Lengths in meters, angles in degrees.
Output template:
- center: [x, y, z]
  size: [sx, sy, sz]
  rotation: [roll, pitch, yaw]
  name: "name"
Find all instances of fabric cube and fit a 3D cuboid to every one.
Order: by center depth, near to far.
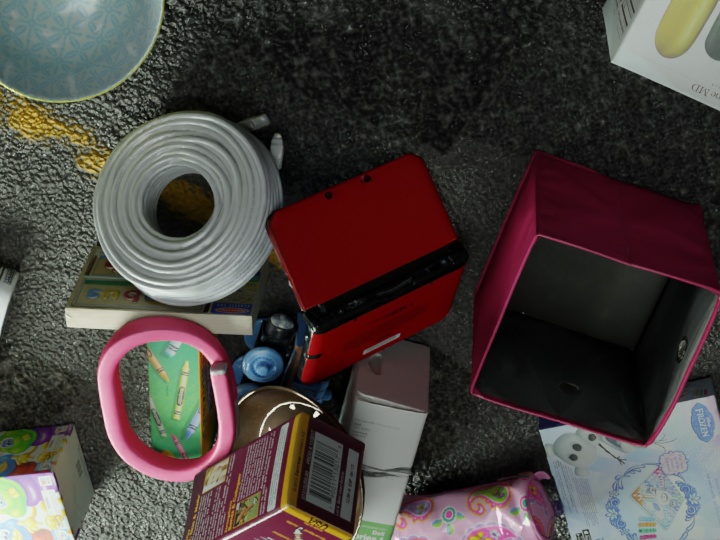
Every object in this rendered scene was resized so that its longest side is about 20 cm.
- center: [0.236, 0.028, 1.669]
  size: [0.200, 0.199, 0.196]
  rotation: [18, 117, -4]
  name: "fabric cube"

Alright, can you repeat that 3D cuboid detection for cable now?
- center: [-0.177, -0.065, 1.680]
  size: [0.200, 0.069, 0.200]
  rotation: [-7, 77, 13]
  name: "cable"

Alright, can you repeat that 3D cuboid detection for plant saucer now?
- center: [-0.064, 0.215, 1.750]
  size: [0.200, 0.037, 0.201]
  rotation: [15, 114, 38]
  name: "plant saucer"

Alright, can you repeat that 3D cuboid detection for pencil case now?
- center: [0.125, 0.284, 1.865]
  size: [0.200, 0.087, 0.087]
  rotation: [-15, 116, 25]
  name: "pencil case"

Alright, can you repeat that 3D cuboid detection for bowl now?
- center: [-0.299, -0.276, 1.598]
  size: [0.200, 0.108, 0.200]
  rotation: [-6, 114, -14]
  name: "bowl"

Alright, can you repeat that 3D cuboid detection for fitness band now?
- center: [-0.203, 0.139, 1.720]
  size: [0.143, 0.037, 0.200]
  rotation: [-1, 122, 5]
  name: "fitness band"

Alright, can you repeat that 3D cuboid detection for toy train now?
- center: [-0.091, 0.139, 1.826]
  size: [0.114, 0.087, 0.200]
  rotation: [15, 119, -11]
  name: "toy train"

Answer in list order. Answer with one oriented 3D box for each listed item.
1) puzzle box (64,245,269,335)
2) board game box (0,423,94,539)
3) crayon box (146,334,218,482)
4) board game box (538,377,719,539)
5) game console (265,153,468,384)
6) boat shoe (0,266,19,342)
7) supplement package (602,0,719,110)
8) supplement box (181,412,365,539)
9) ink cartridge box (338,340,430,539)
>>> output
- center: [-0.204, 0.020, 1.743]
  size: [0.200, 0.133, 0.025]
  rotation: [2, 121, 4]
  name: "puzzle box"
- center: [-0.430, 0.258, 1.908]
  size: [0.200, 0.103, 0.105]
  rotation: [-7, 117, 9]
  name: "board game box"
- center: [-0.195, 0.119, 1.803]
  size: [0.058, 0.119, 0.200]
  rotation: [4, 118, 4]
  name: "crayon box"
- center: [0.324, 0.233, 1.856]
  size: [0.199, 0.043, 0.200]
  rotation: [-12, 116, 13]
  name: "board game box"
- center: [0.000, 0.000, 1.716]
  size: [0.200, 0.119, 0.172]
  rotation: [-25, 152, -26]
  name: "game console"
- center: [-0.441, 0.081, 1.831]
  size: [0.068, 0.074, 0.199]
  rotation: [17, 118, -9]
  name: "boat shoe"
- center: [0.341, -0.276, 1.523]
  size: [0.152, 0.151, 0.200]
  rotation: [23, 118, -7]
  name: "supplement package"
- center: [-0.093, 0.240, 1.669]
  size: [0.086, 0.110, 0.200]
  rotation: [30, 139, -26]
  name: "supplement box"
- center: [0.015, 0.190, 1.805]
  size: [0.084, 0.146, 0.200]
  rotation: [13, 119, -4]
  name: "ink cartridge box"
